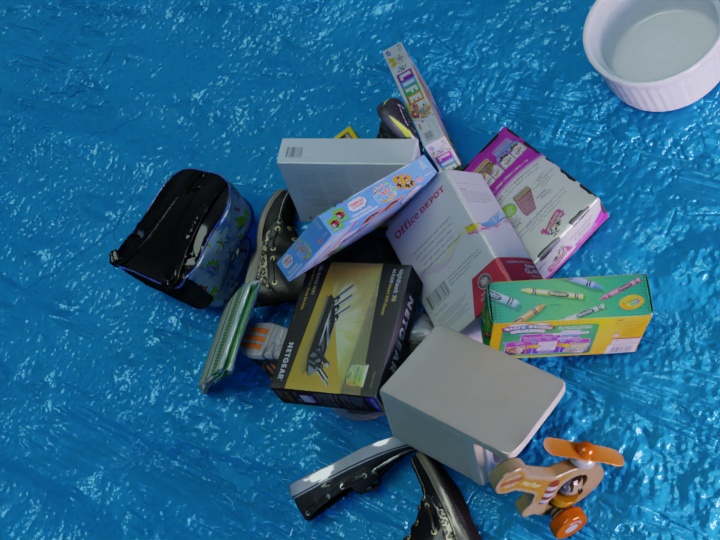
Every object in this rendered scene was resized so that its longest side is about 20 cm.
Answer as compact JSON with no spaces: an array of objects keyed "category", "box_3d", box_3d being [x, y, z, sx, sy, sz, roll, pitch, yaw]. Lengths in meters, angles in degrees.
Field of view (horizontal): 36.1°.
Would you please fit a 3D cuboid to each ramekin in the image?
[{"category":"ramekin","box_3d":[0.423,-0.321,1.552,0.200,0.098,0.201,-13,61,23]}]

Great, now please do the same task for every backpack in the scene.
[{"category":"backpack","box_3d":[-0.263,-0.051,1.758,0.183,0.147,0.200,20,77,36]}]

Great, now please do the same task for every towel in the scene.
[{"category":"towel","box_3d":[-0.197,0.100,1.644,0.023,0.200,0.153,20,70,-12]}]

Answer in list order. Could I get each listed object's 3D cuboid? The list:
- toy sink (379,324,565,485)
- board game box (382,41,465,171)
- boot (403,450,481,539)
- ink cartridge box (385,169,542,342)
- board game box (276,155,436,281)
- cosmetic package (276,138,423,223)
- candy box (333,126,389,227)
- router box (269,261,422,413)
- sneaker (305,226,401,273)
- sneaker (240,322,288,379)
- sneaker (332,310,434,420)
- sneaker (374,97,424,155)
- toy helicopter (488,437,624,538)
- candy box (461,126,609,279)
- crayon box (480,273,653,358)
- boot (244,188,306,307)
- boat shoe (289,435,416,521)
[{"category":"toy sink","box_3d":[0.147,0.179,1.391,0.200,0.112,0.130,23,56,33]},{"category":"board game box","box_3d":[0.100,-0.230,1.657,0.034,0.134,0.200,-27,57,10]},{"category":"boot","box_3d":[0.070,0.345,1.419,0.150,0.073,0.200,-34,58,11]},{"category":"ink cartridge box","box_3d":[0.141,-0.018,1.515,0.148,0.086,0.200,-45,57,35]},{"category":"board game box","box_3d":[-0.005,-0.070,1.492,0.200,0.151,0.037,-31,82,-35]},{"category":"cosmetic package","box_3d":[-0.006,-0.129,1.612,0.200,0.151,0.052,2,57,13]},{"category":"candy box","box_3d":[-0.012,-0.130,1.736,0.102,0.026,0.200,-38,54,9]},{"category":"router box","box_3d":[-0.017,0.086,1.480,0.157,0.052,0.200,2,59,25]},{"category":"sneaker","box_3d":[0.000,0.000,1.593,0.199,0.076,0.114,-4,62,-20]},{"category":"sneaker","box_3d":[-0.069,0.132,1.582,0.200,0.112,0.078,12,63,36]},{"category":"sneaker","box_3d":[0.038,0.134,1.559,0.200,0.078,0.099,-39,19,21]},{"category":"sneaker","box_3d":[0.047,-0.180,1.617,0.081,0.200,0.074,-24,65,2]},{"category":"toy helicopter","box_3d":[0.226,0.245,1.311,0.132,0.200,0.079,-47,51,22]},{"category":"candy box","box_3d":[0.231,-0.095,1.565,0.136,0.061,0.200,-46,53,2]},{"category":"crayon box","box_3d":[0.257,0.060,1.396,0.200,0.119,0.058,-3,63,1]},{"category":"boot","box_3d":[-0.088,-0.033,1.701,0.150,0.073,0.200,2,61,25]},{"category":"boat shoe","box_3d":[-0.003,0.280,1.508,0.200,0.069,0.057,-28,75,15]}]
